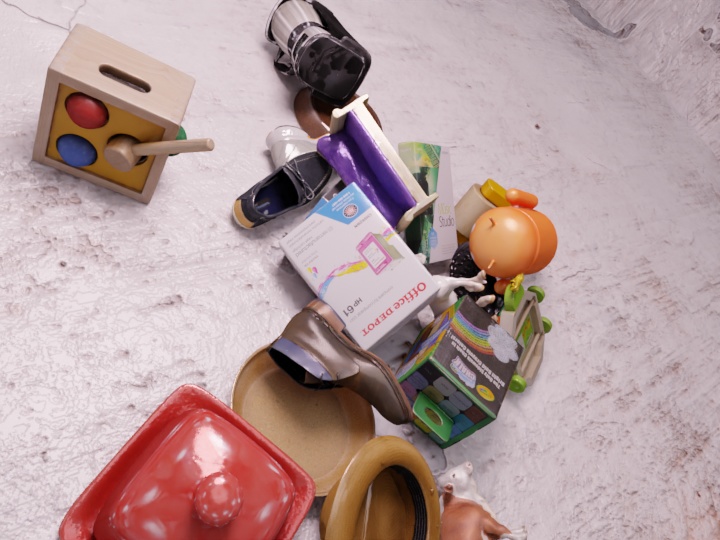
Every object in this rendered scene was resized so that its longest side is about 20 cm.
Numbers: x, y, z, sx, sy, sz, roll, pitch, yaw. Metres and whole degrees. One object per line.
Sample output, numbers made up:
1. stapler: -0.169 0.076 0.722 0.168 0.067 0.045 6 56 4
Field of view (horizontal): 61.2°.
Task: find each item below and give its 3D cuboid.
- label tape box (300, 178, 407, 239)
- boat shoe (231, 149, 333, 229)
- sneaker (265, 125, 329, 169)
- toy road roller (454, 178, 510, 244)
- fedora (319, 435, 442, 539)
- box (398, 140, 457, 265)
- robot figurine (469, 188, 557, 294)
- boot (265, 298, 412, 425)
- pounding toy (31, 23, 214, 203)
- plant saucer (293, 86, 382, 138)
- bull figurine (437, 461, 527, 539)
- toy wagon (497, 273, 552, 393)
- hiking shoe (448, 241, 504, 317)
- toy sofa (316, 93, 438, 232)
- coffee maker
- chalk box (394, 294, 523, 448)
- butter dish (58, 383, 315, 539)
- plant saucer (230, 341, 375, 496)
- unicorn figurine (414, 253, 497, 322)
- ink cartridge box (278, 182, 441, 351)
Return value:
1. label tape box: -0.006 -0.070 0.992 0.143 0.066 0.200 41 41 -2
2. boat shoe: -0.107 -0.128 0.933 0.199 0.062 0.075 -37 104 -35
3. sneaker: -0.064 -0.184 1.045 0.198 0.076 0.093 -2 67 -29
4. toy road roller: 0.268 -0.097 1.179 0.199 0.123 0.147 32 30 -14
5. fedora: 0.011 0.290 0.688 0.199 0.081 0.203 14 69 -43
6. box: 0.119 -0.115 1.042 0.144 0.036 0.203 -12 96 -58
7. robot figurine: 0.253 -0.049 1.008 0.199 0.144 0.117 -6 52 -54
8. boot: -0.029 0.137 0.766 0.200 0.075 0.097 46 54 14
9. pounding toy: -0.296 -0.183 0.780 0.198 0.184 0.143 21 47 -21
10. plant saucer: -0.033 -0.292 1.171 0.198 0.035 0.202 19 49 -23
11. bull figurine: 0.143 0.345 0.759 0.120 0.066 0.202 9 52 13
12. toy wagon: 0.263 0.092 0.995 0.155 0.039 0.202 -50 130 -40
13. hiking shoe: 0.220 0.047 1.063 0.100 0.075 0.203 -1 71 -47
14. toy sofa: 0.021 -0.154 0.929 0.097 0.083 0.201 -34 87 -10
15. coffee maker: -0.059 -0.411 1.130 0.190 0.136 0.201 -6 45 -25
16. chalk box: 0.126 0.158 0.867 0.125 0.124 0.200 42 44 -1
17. butter dish: -0.147 0.223 0.579 0.200 0.148 0.200 40 57 -3
18. plant saucer: -0.074 0.184 0.762 0.198 0.035 0.202 20 48 -23
19. unicorn figurine: 0.133 0.037 0.948 0.074 0.136 0.202 -61 135 -56
20. ink cartridge box: 0.000 0.000 0.879 0.144 0.085 0.201 -39 82 -6
